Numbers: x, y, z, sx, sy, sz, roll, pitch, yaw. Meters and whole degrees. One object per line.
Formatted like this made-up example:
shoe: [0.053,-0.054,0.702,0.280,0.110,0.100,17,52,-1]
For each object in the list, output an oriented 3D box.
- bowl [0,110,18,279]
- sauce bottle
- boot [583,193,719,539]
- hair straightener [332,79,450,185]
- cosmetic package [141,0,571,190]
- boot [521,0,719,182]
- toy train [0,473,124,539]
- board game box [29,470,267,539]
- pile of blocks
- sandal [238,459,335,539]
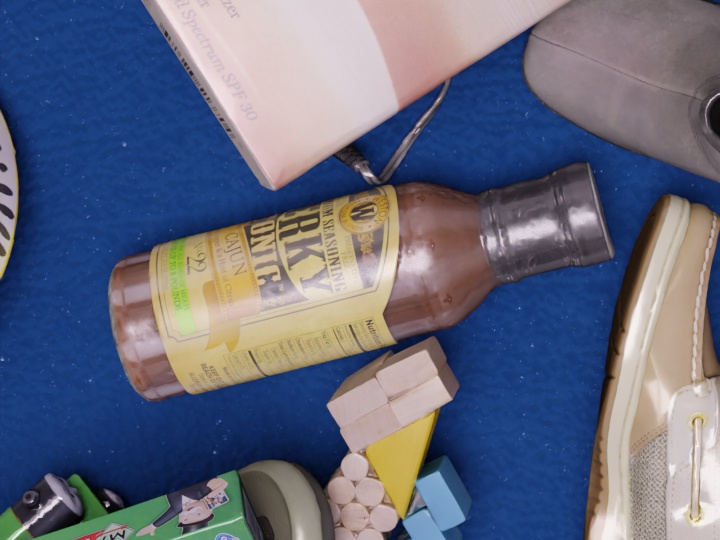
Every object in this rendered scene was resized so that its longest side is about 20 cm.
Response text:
bowl: [-0.242,-0.039,0.755,0.200,0.094,0.201,-2,68,5]
sauce bottle: [0.000,0.000,0.777,0.199,0.065,0.065,-16,91,8]
boot: [0.168,0.076,0.752,0.154,0.072,0.201,7,100,9]
hair straightener: [-0.006,-0.134,0.779,0.077,0.041,0.201,-13,92,9]
cosmetic package: [0.022,-0.124,0.727,0.200,0.087,0.104,-34,97,-3]
boot: [0.141,-0.060,0.709,0.200,0.131,0.068,24,99,17]
toy train: [-0.179,0.156,0.794,0.200,0.056,0.042,-44,53,-4]
board game box: [-0.076,0.177,0.730,0.134,0.029,0.200,-19,122,2]
pile of blocks: [0.006,0.119,0.785,0.082,0.062,0.200,23,105,5]
sandal: [-0.089,0.144,0.764,0.201,0.057,0.080,-50,57,26]
